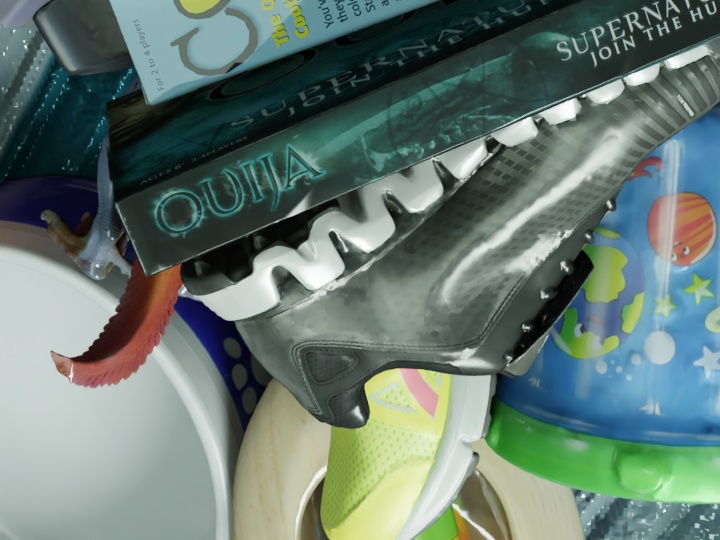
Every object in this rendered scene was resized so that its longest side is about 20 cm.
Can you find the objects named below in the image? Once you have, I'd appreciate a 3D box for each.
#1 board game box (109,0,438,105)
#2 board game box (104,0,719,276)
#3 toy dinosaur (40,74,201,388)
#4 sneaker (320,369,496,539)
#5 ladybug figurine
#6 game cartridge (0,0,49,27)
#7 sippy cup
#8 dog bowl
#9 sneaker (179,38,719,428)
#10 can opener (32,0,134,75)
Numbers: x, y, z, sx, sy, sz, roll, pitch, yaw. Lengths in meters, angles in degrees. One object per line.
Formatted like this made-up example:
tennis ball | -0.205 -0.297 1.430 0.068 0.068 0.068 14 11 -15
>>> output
board game box | 0.016 -0.139 0.702 0.198 0.103 0.106 -19 104 8
board game box | 0.019 -0.065 0.708 0.199 0.135 0.028 -23 107 -1
toy dinosaur | -0.029 -0.069 0.833 0.104 0.201 0.182 23 116 -20
sneaker | 0.000 0.000 0.817 0.090 0.078 0.202 6 96 -22
ladybug figurine | 0.019 0.106 0.922 0.134 0.072 0.202 -9 103 3
game cartridge | -0.102 -0.200 0.846 0.200 0.038 0.130 -45 76 33
sippy cup | 0.110 -0.003 0.817 0.176 0.140 0.132 3 104 10
dog bowl | -0.128 0.066 0.976 0.198 0.079 0.202 9 116 20
sneaker | 0.047 -0.016 0.750 0.199 0.067 0.091 -30 109 6
can opener | -0.027 -0.139 0.792 0.199 0.063 0.079 -27 106 10
